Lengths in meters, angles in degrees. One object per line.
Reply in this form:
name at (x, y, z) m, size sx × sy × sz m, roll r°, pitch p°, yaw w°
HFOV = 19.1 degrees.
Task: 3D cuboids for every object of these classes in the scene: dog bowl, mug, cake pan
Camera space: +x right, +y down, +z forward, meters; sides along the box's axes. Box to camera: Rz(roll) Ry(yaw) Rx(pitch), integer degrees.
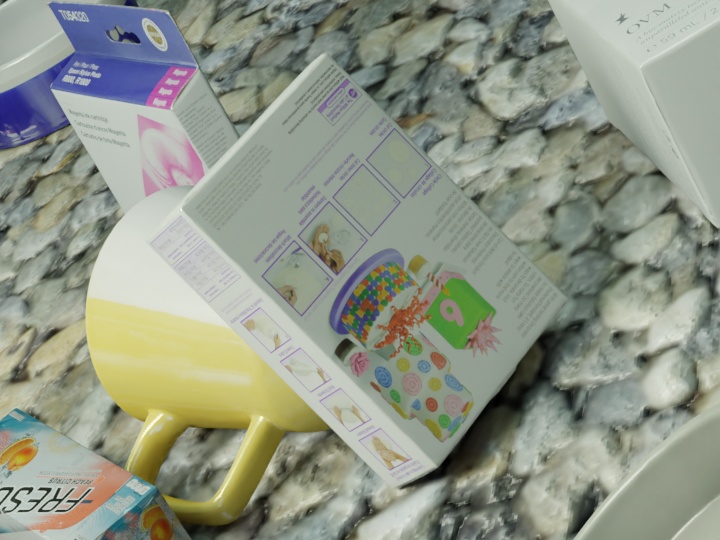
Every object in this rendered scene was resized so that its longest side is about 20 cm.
dog bowl at (-0.297, -0.204, 2.021) m, size 0.199 × 0.079 × 0.200 m, roll -24°, pitch 26°, yaw 13°
mug at (-0.060, 0.049, 1.289) m, size 0.153 × 0.188 × 0.149 m, roll 10°, pitch 13°, yaw 42°
cake pan at (0.128, 0.143, 0.905) m, size 0.201 × 0.037 × 0.200 m, roll -51°, pitch 10°, yaw 13°

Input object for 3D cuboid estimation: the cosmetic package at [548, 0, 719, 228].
cosmetic package at (0.244, -0.156, 1.306) m, size 0.199 × 0.123 × 0.200 m, roll -31°, pitch 24°, yaw 0°

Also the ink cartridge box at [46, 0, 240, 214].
ink cartridge box at (-0.147, -0.095, 1.525) m, size 0.043 × 0.200 × 0.196 m, roll -41°, pitch 27°, yaw -21°

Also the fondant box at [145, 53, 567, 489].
fondant box at (0.000, 0.000, 1.193) m, size 0.144 × 0.200 × 0.058 m, roll -49°, pitch 6°, yaw -33°

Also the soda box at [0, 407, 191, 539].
soda box at (-0.172, 0.146, 1.267) m, size 0.064 × 0.069 × 0.200 m, roll -41°, pitch 28°, yaw -20°
